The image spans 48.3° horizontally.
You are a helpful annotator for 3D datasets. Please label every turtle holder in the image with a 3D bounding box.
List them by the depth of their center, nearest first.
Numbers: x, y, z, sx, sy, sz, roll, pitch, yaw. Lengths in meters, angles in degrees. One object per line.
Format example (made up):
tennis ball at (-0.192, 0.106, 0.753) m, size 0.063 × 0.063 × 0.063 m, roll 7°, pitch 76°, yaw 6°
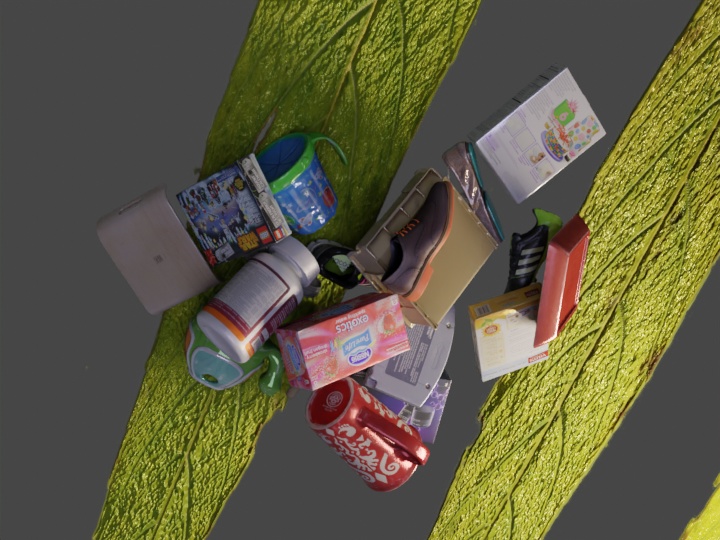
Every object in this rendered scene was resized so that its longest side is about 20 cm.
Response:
turtle holder at (-0.225, 0.140, 1.420) m, size 0.184 × 0.141 × 0.133 m, roll 22°, pitch 107°, yaw -39°

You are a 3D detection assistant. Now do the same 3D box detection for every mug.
mug at (0.019, 0.272, 1.401) m, size 0.176 × 0.135 × 0.200 m, roll -24°, pitch 128°, yaw 27°

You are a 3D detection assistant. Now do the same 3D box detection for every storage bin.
storage bin at (0.106, -0.038, 1.387) m, size 0.199 × 0.093 × 0.201 m, roll 48°, pitch 72°, yaw -22°

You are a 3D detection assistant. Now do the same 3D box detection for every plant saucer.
plant saucer at (0.368, 0.019, 1.450) m, size 0.036 × 0.199 × 0.204 m, roll 13°, pitch 113°, yaw 25°

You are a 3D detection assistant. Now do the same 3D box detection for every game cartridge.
game cartridge at (0.098, 0.139, 1.478) m, size 0.131 × 0.041 × 0.203 m, roll 23°, pitch 77°, yaw -7°

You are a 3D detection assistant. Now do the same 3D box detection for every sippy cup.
sippy cup at (-0.107, -0.136, 1.340) m, size 0.175 × 0.141 × 0.131 m, roll -18°, pitch 127°, yaw 27°

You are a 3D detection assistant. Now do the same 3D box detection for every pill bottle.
pill bottle at (-0.162, 0.043, 1.305) m, size 0.200 × 0.109 × 0.110 m, roll -48°, pitch 115°, yaw -22°

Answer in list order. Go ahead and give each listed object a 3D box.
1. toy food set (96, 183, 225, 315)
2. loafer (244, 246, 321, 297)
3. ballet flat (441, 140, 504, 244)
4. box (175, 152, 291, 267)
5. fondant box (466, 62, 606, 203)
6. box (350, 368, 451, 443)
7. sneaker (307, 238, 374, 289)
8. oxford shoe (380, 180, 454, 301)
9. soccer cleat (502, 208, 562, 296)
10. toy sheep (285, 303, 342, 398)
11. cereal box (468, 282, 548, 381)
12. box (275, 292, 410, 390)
toy food set at (-0.340, -0.032, 1.377) m, size 0.142 × 0.061 × 0.202 m, roll -24°, pitch 112°, yaw 13°
loafer at (-0.142, -0.026, 1.401) m, size 0.199 × 0.070 × 0.070 m, roll 37°, pitch 110°, yaw -20°
ballet flat at (0.197, -0.132, 1.432) m, size 0.066 × 0.068 × 0.203 m, roll -17°, pitch 109°, yaw 18°
box at (-0.208, -0.092, 1.294) m, size 0.040 × 0.198 × 0.139 m, roll -34°, pitch 101°, yaw -41°
fondant box at (0.307, -0.238, 1.406) m, size 0.199 × 0.058 × 0.145 m, roll -38°, pitch 113°, yaw 7°
box at (0.058, 0.241, 1.538) m, size 0.196 × 0.079 × 0.144 m, roll 9°, pitch 107°, yaw -13°
sneaker at (0.000, 0.000, 1.426) m, size 0.196 × 0.088 × 0.075 m, roll 14°, pitch 108°, yaw -15°
oxford shoe at (0.093, -0.057, 1.288) m, size 0.072 × 0.071 × 0.203 m, roll 23°, pitch 82°, yaw -22°
soccer cleat at (0.302, -0.020, 1.493) m, size 0.080 × 0.068 × 0.202 m, roll 28°, pitch 103°, yaw -1°
toy sheep at (-0.076, 0.147, 1.446) m, size 0.136 × 0.138 × 0.202 m, roll 24°, pitch 105°, yaw -18°
cereal box at (0.281, 0.119, 1.510) m, size 0.141 × 0.040 × 0.202 m, roll -18°, pitch 138°, yaw -3°
box at (-0.029, 0.114, 1.334) m, size 0.197 × 0.094 × 0.105 m, roll -18°, pitch 99°, yaw -29°
